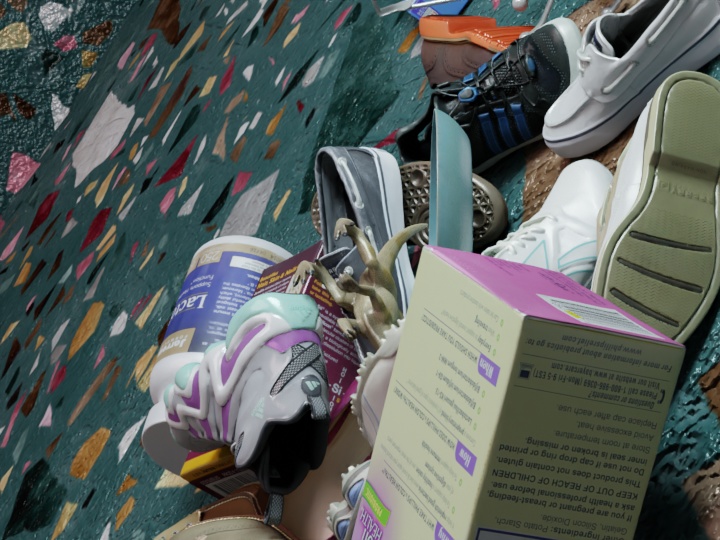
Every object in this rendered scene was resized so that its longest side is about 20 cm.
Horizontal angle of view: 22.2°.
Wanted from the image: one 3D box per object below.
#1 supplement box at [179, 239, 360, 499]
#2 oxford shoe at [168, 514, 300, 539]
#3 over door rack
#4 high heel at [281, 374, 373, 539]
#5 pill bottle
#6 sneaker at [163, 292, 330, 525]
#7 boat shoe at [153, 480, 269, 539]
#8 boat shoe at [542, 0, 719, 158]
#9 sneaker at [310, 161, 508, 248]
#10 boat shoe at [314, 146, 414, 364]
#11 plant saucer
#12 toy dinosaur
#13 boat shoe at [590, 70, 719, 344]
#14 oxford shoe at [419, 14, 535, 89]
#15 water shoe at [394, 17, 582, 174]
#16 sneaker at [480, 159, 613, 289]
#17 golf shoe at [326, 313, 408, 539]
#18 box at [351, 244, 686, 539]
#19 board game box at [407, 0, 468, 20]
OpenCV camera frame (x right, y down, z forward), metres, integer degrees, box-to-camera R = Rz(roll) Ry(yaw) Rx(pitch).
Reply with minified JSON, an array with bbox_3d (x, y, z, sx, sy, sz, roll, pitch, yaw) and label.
[{"bbox_3d":[-0.054,0.088,1.469,0.110,0.085,0.201,-26,38,56],"label":"supplement box"},{"bbox_3d":[-0.079,0.208,1.264,0.199,0.075,0.071,2,88,44],"label":"oxford shoe"},{"bbox_3d":[0.103,-0.240,1.477,0.148,0.199,0.067,-91,1,-56],"label":"over door rack"},{"bbox_3d":[-0.023,0.147,1.292,0.200,0.067,0.096,-47,-20,1],"label":"high heel"},{"bbox_3d":[-0.117,0.078,1.594,0.116,0.115,0.201,-37,29,45],"label":"pill bottle"},{"bbox_3d":[-0.078,0.120,1.295,0.200,0.077,0.140,-53,44,50],"label":"sneaker"},{"bbox_3d":[-0.124,0.225,1.417,0.200,0.074,0.076,-44,62,48],"label":"boat shoe"},{"bbox_3d":[0.187,-0.154,1.290,0.200,0.065,0.074,-41,26,39],"label":"boat shoe"},{"bbox_3d":[0.052,-0.052,1.456,0.199,0.075,0.071,6,95,45],"label":"sneaker"},{"bbox_3d":[0.000,0.000,1.392,0.072,0.068,0.201,-22,69,50],"label":"boat shoe"},{"bbox_3d":[0.063,-0.014,1.297,0.200,0.027,0.201,1,-90,-90],"label":"plant saucer"},{"bbox_3d":[0.007,0.015,1.281,0.058,0.101,0.200,-37,29,22],"label":"toy dinosaur"},{"bbox_3d":[0.180,-0.020,1.113,0.068,0.074,0.201,118,174,-66],"label":"boat shoe"},{"bbox_3d":[0.112,-0.168,1.523,0.200,0.071,0.073,-149,57,-64],"label":"oxford shoe"},{"bbox_3d":[0.099,-0.124,1.412,0.200,0.079,0.072,-44,61,51],"label":"water shoe"},{"bbox_3d":[0.115,0.000,1.211,0.070,0.080,0.201,-29,33,56],"label":"sneaker"},{"bbox_3d":[0.042,0.116,1.143,0.097,0.078,0.201,44,140,37],"label":"golf shoe"},{"bbox_3d":[0.079,0.107,1.019,0.176,0.096,0.201,-142,65,-71],"label":"box"},{"bbox_3d":[0.111,-0.339,1.780,0.200,0.045,0.152,-52,20,16],"label":"board game box"}]
